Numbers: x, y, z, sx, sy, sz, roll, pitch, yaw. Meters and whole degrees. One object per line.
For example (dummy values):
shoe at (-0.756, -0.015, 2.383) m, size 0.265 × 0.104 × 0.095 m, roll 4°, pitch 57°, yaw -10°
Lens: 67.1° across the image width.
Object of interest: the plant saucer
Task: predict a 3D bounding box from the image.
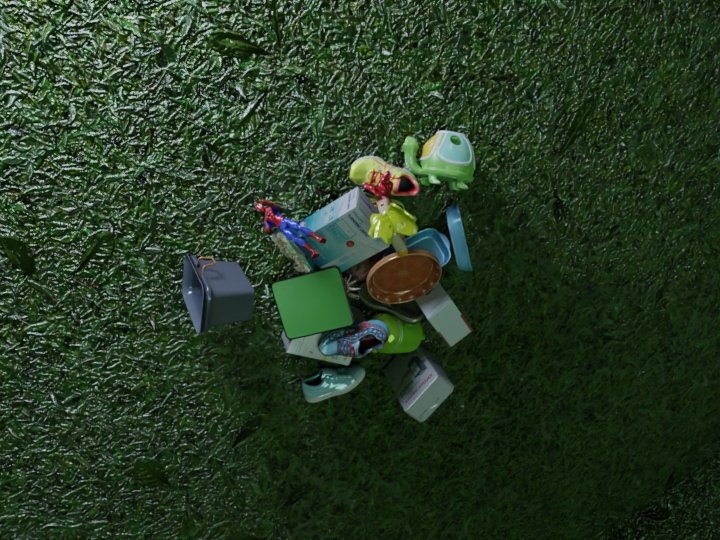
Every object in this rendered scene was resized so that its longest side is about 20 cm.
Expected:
plant saucer at (0.110, 0.013, 1.390) m, size 0.195 × 0.033 × 0.202 m, roll -10°, pitch 142°, yaw -7°

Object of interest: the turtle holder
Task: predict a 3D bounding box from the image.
turtle holder at (0.202, -0.281, 1.377) m, size 0.181 × 0.141 × 0.135 m, roll 11°, pitch 97°, yaw 16°

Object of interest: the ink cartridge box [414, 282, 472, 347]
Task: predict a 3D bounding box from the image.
ink cartridge box at (0.209, 0.091, 1.515) m, size 0.082 × 0.201 × 0.146 m, roll -37°, pitch 126°, yaw 5°

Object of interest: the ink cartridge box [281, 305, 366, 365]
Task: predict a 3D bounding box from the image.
ink cartridge box at (-0.100, 0.165, 1.509) m, size 0.196 × 0.088 × 0.148 m, roll 17°, pitch 109°, yaw -28°

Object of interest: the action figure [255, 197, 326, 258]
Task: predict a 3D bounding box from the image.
action figure at (-0.184, -0.106, 1.281) m, size 0.066 × 0.198 × 0.099 m, roll -60°, pitch 162°, yaw 11°

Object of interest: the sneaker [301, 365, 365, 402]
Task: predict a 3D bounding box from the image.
sneaker at (-0.081, 0.320, 1.604) m, size 0.196 × 0.074 × 0.083 m, roll -24°, pitch 125°, yaw -8°

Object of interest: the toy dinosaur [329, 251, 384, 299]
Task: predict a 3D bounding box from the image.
toy dinosaur at (0.000, 0.000, 1.419) m, size 0.086 × 0.137 × 0.199 m, roll 40°, pitch 119°, yaw -20°

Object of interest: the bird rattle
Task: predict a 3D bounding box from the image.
bird rattle at (0.063, -0.122, 1.285) m, size 0.111 × 0.202 × 0.165 m, roll -26°, pitch 130°, yaw 3°

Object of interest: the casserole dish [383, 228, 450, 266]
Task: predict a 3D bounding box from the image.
casserole dish at (0.155, -0.033, 1.494) m, size 0.197 × 0.123 × 0.039 m, roll -28°, pitch 159°, yaw -6°

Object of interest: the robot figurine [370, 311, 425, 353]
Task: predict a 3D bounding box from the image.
robot figurine at (0.099, 0.177, 1.553) m, size 0.197 × 0.118 × 0.175 m, roll 6°, pitch 143°, yaw -46°

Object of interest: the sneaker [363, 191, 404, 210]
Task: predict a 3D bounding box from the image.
sneaker at (0.037, -0.154, 1.395) m, size 0.195 × 0.085 × 0.076 m, roll 0°, pitch 116°, yaw -20°

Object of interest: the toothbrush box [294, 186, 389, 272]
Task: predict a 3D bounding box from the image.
toothbrush box at (-0.042, -0.090, 1.354) m, size 0.197 × 0.086 × 0.147 m, roll -27°, pitch 126°, yaw 26°

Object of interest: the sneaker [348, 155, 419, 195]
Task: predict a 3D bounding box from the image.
sneaker at (0.065, -0.231, 1.363) m, size 0.195 × 0.091 × 0.080 m, roll 6°, pitch 116°, yaw -21°

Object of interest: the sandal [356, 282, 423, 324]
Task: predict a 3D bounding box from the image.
sandal at (0.084, 0.078, 1.493) m, size 0.080 × 0.197 × 0.058 m, roll -54°, pitch 160°, yaw -38°

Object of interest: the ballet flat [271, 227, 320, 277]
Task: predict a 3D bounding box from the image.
ballet flat at (-0.159, -0.040, 1.403) m, size 0.063 × 0.076 × 0.201 m, roll -19°, pitch 122°, yaw 27°

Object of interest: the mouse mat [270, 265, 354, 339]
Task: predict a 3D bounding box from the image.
mouse mat at (-0.125, 0.086, 1.402) m, size 0.196 × 0.008 × 0.165 m, roll -13°, pitch 100°, yaw 15°

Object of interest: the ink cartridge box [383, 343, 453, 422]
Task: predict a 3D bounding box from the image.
ink cartridge box at (0.169, 0.321, 1.612) m, size 0.087 × 0.201 × 0.146 m, roll 35°, pitch 102°, yaw -31°

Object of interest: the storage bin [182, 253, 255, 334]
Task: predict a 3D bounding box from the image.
storage bin at (-0.339, 0.041, 1.304) m, size 0.132 × 0.200 × 0.149 m, roll -2°, pitch 118°, yaw -31°

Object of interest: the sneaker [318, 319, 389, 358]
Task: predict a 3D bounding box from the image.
sneaker at (-0.022, 0.187, 1.425) m, size 0.196 × 0.096 × 0.081 m, roll -17°, pitch 112°, yaw 9°

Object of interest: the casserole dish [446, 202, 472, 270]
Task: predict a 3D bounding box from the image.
casserole dish at (0.270, -0.089, 1.494) m, size 0.038 × 0.122 × 0.203 m, roll -12°, pitch 122°, yaw 13°
